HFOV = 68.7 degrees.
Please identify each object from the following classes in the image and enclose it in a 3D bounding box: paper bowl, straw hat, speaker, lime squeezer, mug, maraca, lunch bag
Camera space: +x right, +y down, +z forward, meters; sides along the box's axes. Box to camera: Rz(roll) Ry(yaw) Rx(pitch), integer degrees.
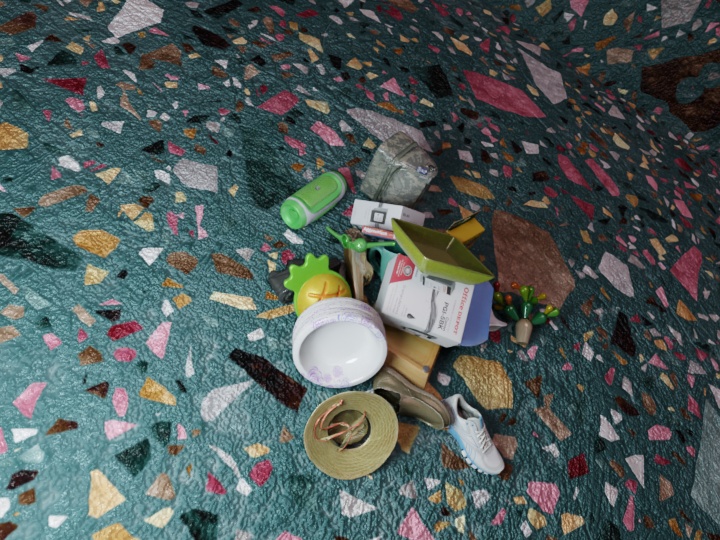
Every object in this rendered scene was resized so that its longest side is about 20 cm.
[{"bbox_3d":[-0.045,0.144,1.119,0.198,0.203,0.105,13,30,-16],"label":"paper bowl"},{"bbox_3d":[-0.028,0.313,1.073,0.198,0.204,0.085,8,10,-20],"label":"straw hat"},{"bbox_3d":[-0.121,-0.189,1.395,0.088,0.089,0.200,41,49,7],"label":"speaker"},{"bbox_3d":[-0.014,-0.078,1.315,0.197,0.038,0.071,14,48,22],"label":"lime squeezer"},{"bbox_3d":[0.118,-0.002,1.348,0.150,0.116,0.185,-3,17,-25],"label":"mug"},{"bbox_3d":[-0.092,0.053,1.184,0.136,0.202,0.107,-35,33,-13],"label":"maraca"},{"bbox_3d":[0.113,-0.262,1.484,0.167,0.201,0.139,40,50,8],"label":"lunch bag"}]

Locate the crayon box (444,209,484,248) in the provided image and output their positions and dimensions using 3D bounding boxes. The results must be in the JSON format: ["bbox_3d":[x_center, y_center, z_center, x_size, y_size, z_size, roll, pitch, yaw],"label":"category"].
[{"bbox_3d":[0.247,-0.065,1.404,0.126,0.201,0.051,-27,70,-38],"label":"crayon box"}]

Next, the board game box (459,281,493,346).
[{"bbox_3d":[0.244,0.089,1.301,0.156,0.039,0.203,17,68,-12],"label":"board game box"}]

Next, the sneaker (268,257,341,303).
[{"bbox_3d":[-0.131,0.002,1.264,0.198,0.076,0.091,-22,60,-39],"label":"sneaker"}]

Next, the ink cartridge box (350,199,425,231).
[{"bbox_3d":[0.087,-0.132,1.369,0.198,0.068,0.115,14,3,38],"label":"ink cartridge box"}]

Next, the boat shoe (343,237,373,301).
[{"bbox_3d":[0.000,0.000,1.324,0.068,0.074,0.202,5,54,-15],"label":"boat shoe"}]

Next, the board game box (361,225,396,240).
[{"bbox_3d":[0.055,-0.093,1.347,0.101,0.200,0.020,14,92,0],"label":"board game box"}]

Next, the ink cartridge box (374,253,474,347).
[{"bbox_3d":[0.144,0.070,1.201,0.197,0.083,0.149,21,72,-9],"label":"ink cartridge box"}]

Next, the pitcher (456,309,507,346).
[{"bbox_3d":[0.266,0.083,1.375,0.170,0.121,0.202,-19,77,-20],"label":"pitcher"}]

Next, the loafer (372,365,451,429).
[{"bbox_3d":[0.107,0.294,1.168,0.198,0.077,0.068,32,49,12],"label":"loafer"}]

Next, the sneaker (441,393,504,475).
[{"bbox_3d":[0.255,0.364,1.177,0.075,0.087,0.201,-30,74,-39],"label":"sneaker"}]

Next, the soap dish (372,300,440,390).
[{"bbox_3d":[0.095,0.169,1.243,0.199,0.082,0.158,33,49,1],"label":"soap dish"}]

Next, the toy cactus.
[{"bbox_3d":[0.448,0.121,1.456,0.197,0.102,0.167,19,69,-15],"label":"toy cactus"}]

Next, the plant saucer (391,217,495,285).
[{"bbox_3d":[0.174,-0.035,1.195,0.198,0.048,0.200,14,24,-28],"label":"plant saucer"}]
